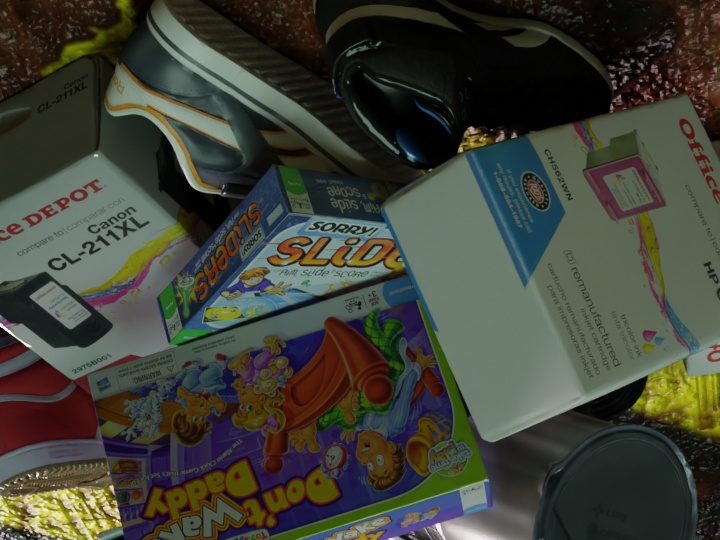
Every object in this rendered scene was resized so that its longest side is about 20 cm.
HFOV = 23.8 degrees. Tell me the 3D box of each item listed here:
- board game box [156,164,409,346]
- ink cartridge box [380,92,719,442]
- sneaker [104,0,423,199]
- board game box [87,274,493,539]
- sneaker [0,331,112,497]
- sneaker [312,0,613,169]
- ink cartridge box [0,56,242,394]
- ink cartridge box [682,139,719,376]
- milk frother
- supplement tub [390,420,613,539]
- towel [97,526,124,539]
[{"bbox_3d":[0.000,0.000,0.998,0.200,0.035,0.135,5,144,-37],"label":"board game box"},{"bbox_3d":[0.130,-0.008,0.955,0.200,0.145,0.085,-18,170,-44],"label":"ink cartridge box"},{"bbox_3d":[-0.055,-0.078,0.981,0.200,0.079,0.079,32,113,-25],"label":"sneaker"},{"bbox_3d":[-0.041,0.095,0.962,0.199,0.135,0.045,-17,152,-2],"label":"board game box"},{"bbox_3d":[-0.197,0.092,1.185,0.071,0.113,0.200,-28,165,20],"label":"sneaker"},{"bbox_3d":[0.062,-0.092,0.957,0.200,0.112,0.073,18,134,-26],"label":"sneaker"},{"bbox_3d":[-0.155,-0.015,1.040,0.145,0.083,0.200,-25,136,21],"label":"ink cartridge box"},{"bbox_3d":[0.299,-0.017,1.097,0.199,0.084,0.144,-7,140,2],"label":"ink cartridge box"},{"bbox_3d":[0.134,0.099,1.047,0.180,0.201,0.188,18,177,-32],"label":"milk frother"},{"bbox_3d":[0.087,0.152,1.220,0.199,0.145,0.145,-12,139,7],"label":"supplement tub"},{"bbox_3d":[-0.098,0.239,1.341,0.199,0.048,0.171,-13,141,7],"label":"towel"}]
